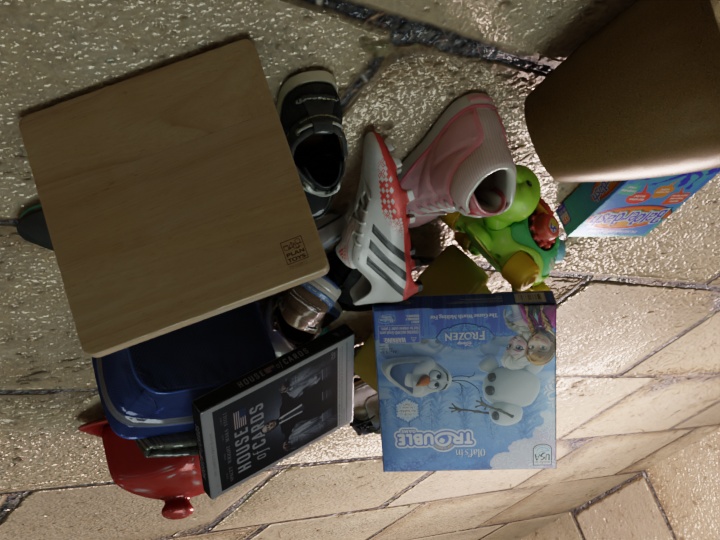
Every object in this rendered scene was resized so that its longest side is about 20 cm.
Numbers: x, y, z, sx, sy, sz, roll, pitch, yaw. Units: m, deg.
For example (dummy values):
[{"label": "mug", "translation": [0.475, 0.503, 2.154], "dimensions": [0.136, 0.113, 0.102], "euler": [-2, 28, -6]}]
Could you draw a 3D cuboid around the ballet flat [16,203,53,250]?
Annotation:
[{"label": "ballet flat", "translation": [-0.213, -0.039, 0.874], "dimensions": [0.198, 0.069, 0.068], "euler": [-12, 151, -17]}]

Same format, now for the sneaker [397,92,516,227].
[{"label": "sneaker", "translation": [0.094, -0.080, 0.981], "dimensions": [0.075, 0.106, 0.201], "euler": [-7, 151, -30]}]

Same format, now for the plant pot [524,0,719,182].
[{"label": "plant pot", "translation": [0.264, -0.161, 0.893], "dimensions": [0.199, 0.189, 0.186], "euler": [-21, 156, 30]}]

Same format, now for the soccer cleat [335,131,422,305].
[{"label": "soccer cleat", "translation": [0.012, -0.046, 0.967], "dimensions": [0.084, 0.069, 0.202], "euler": [-14, 128, -4]}]

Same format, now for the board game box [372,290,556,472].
[{"label": "board game box", "translation": [0.117, 0.126, 1.048], "dimensions": [0.197, 0.043, 0.201], "euler": [-3, 110, 5]}]

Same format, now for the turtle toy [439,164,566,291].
[{"label": "turtle toy", "translation": [0.171, -0.050, 1.072], "dimensions": [0.101, 0.146, 0.200], "euler": [-44, 152, -1]}]

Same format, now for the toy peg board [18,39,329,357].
[{"label": "toy peg board", "translation": [-0.146, -0.052, 0.777], "dimensions": [0.198, 0.201, 0.098], "euler": [-20, 169, -2]}]

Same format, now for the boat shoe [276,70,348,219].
[{"label": "boat shoe", "translation": [-0.047, -0.098, 0.888], "dimensions": [0.071, 0.068, 0.201], "euler": [-16, 155, -13]}]

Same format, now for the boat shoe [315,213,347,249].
[{"label": "boat shoe", "translation": [-0.093, -0.031, 0.977], "dimensions": [0.199, 0.066, 0.072], "euler": [-28, 176, -37]}]

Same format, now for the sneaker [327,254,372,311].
[{"label": "sneaker", "translation": [0.000, 0.000, 1.101], "dimensions": [0.090, 0.077, 0.201], "euler": [-9, 150, -9]}]

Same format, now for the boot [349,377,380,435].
[{"label": "boot", "translation": [0.006, 0.189, 1.275], "dimensions": [0.074, 0.098, 0.199], "euler": [-17, -178, 43]}]

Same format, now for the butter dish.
[{"label": "butter dish", "translation": [-0.255, 0.266, 1.296], "dimensions": [0.198, 0.150, 0.199], "euler": [-15, 158, 17]}]

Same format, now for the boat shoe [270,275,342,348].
[{"label": "boat shoe", "translation": [-0.069, 0.046, 1.074], "dimensions": [0.073, 0.072, 0.200], "euler": [-54, 173, -11]}]

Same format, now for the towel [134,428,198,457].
[{"label": "towel", "translation": [-0.197, 0.164, 1.158], "dimensions": [0.198, 0.192, 0.035], "euler": [0, 109, -31]}]

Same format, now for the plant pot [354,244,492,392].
[{"label": "plant pot", "translation": [0.117, 0.104, 1.156], "dimensions": [0.201, 0.189, 0.201], "euler": [-48, 175, -6]}]

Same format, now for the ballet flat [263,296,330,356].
[{"label": "ballet flat", "translation": [-0.091, 0.088, 1.210], "dimensions": [0.069, 0.070, 0.200], "euler": [-26, 156, 12]}]

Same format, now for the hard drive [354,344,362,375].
[{"label": "hard drive", "translation": [-0.010, 0.127, 1.317], "dimensions": [0.198, 0.026, 0.132], "euler": [-19, -178, -4]}]

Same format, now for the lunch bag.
[{"label": "lunch bag", "translation": [-0.198, 0.103, 1.074], "dimensions": [0.198, 0.137, 0.132], "euler": [-2, 148, -34]}]

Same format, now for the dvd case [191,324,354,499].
[{"label": "dvd case", "translation": [-0.092, 0.159, 1.059], "dimensions": [0.199, 0.025, 0.151], "euler": [-26, 138, -28]}]

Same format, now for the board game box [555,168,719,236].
[{"label": "board game box", "translation": [0.361, -0.115, 1.171], "dimensions": [0.151, 0.045, 0.200], "euler": [-2, 149, -33]}]
